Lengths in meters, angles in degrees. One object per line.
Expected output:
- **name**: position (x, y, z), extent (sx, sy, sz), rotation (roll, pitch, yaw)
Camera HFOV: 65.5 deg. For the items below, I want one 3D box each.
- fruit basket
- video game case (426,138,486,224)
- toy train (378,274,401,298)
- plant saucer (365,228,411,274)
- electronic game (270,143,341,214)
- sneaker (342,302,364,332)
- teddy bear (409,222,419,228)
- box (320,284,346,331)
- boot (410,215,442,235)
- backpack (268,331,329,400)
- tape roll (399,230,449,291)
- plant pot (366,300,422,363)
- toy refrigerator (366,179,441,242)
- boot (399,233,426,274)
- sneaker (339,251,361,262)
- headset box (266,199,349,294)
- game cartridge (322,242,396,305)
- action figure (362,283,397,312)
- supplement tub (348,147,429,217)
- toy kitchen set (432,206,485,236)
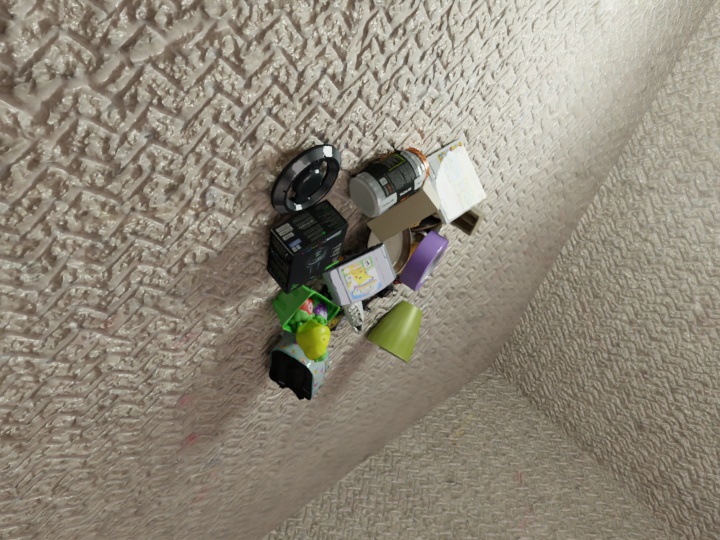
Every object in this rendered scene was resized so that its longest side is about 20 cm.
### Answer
- **fruit basket**: position (-0.136, 0.147, 1.581), extent (0.156, 0.216, 0.216), rotation (-47, 153, 1)
- **video game case**: position (0.273, -0.266, 1.670), extent (0.182, 0.201, 0.023), rotation (-33, -167, -26)
- **toy train**: position (0.135, 0.026, 1.985), extent (0.200, 0.046, 0.034), rotation (-43, 153, -8)
- **plant saucer**: position (0.081, -0.078, 1.699), extent (0.200, 0.032, 0.201), rotation (-10, 105, -43)
- **electronic game**: position (-0.123, -0.208, 1.290), extent (0.200, 0.042, 0.200), rotation (-38, 160, -16)
- **sneaker**: position (-0.017, 0.119, 1.721), extent (0.074, 0.087, 0.200), rotation (-21, 147, -2)
- **teddy bear**: position (0.140, -0.205, 1.608), extent (0.067, 0.145, 0.200), rotation (-81, -163, -54)
- **box**: position (-0.081, 0.108, 1.774), extent (0.161, 0.049, 0.200), rotation (-2, 128, -57)
- **boot**: position (0.223, -0.142, 1.856), extent (0.200, 0.075, 0.097), rotation (-28, 145, -37)
- **backpack**: position (-0.186, 0.280, 1.720), extent (0.153, 0.175, 0.200), rotation (-51, 160, -31)
- **tape roll**: position (0.209, -0.031, 1.835), extent (0.200, 0.066, 0.200), rotation (-53, 168, -16)
- **plant pot**: position (0.151, 0.223, 2.163), extent (0.200, 0.187, 0.187), rotation (-60, 154, -7)
- **toy refrigerator**: position (0.120, -0.165, 1.560), extent (0.200, 0.076, 0.070), rotation (-30, -159, 31)
- **boot**: position (0.152, -0.051, 1.872), extent (0.201, 0.071, 0.144), rotation (-10, 129, -60)
- **sneaker**: position (0.000, 0.000, 1.693), extent (0.077, 0.079, 0.200), rotation (-24, 156, 12)
- **headset box**: position (-0.136, -0.053, 1.399), extent (0.174, 0.093, 0.200), rotation (-32, 160, -29)
- **game cartridge**: position (0.000, 0.017, 1.610), extent (0.199, 0.040, 0.134), rotation (-26, 119, -7)
- **action figure**: position (0.065, 0.037, 1.825), extent (0.102, 0.119, 0.200), rotation (21, 120, -26)
- **supplement tub**: position (0.078, -0.235, 1.461), extent (0.200, 0.123, 0.123), rotation (-35, 151, -23)
- **toy kitchen set**: position (0.273, -0.209, 1.718), extent (0.200, 0.180, 0.164), rotation (-20, 142, -49)
